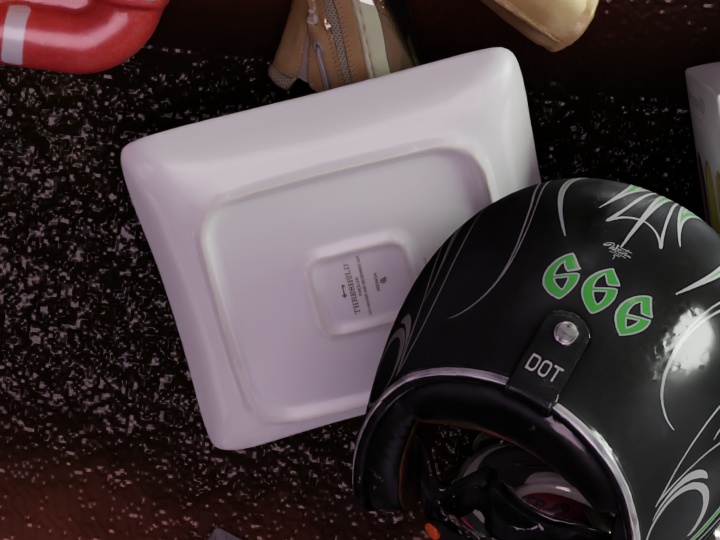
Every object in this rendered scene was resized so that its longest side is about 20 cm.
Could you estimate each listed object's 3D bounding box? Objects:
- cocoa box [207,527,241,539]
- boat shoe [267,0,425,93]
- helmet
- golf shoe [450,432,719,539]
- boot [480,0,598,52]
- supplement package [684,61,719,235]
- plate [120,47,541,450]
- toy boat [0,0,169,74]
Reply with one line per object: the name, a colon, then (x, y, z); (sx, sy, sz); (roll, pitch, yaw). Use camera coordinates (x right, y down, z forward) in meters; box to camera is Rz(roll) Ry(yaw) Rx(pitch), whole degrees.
cocoa box: (-0.065, 0.261, 1.428); (0.131, 0.133, 0.201); (28, 100, -7)
boat shoe: (-0.012, -0.112, 1.394); (0.076, 0.072, 0.201); (-17, 101, 14)
helmet: (0.103, 0.053, 1.309); (0.199, 0.191, 0.201); (19, 133, 21)
golf shoe: (0.142, 0.144, 1.435); (0.199, 0.088, 0.078); (17, 99, -6)
boot: (0.037, -0.223, 1.368); (0.199, 0.066, 0.176); (28, 62, -23)
supplement package: (0.234, -0.006, 1.393); (0.109, 0.114, 0.201); (-9, 100, 0)
plate: (0.000, 0.000, 1.391); (0.199, 0.032, 0.200); (-14, 126, 1)
toy boat: (-0.188, -0.162, 1.345); (0.199, 0.131, 0.131); (7, 100, -3)
